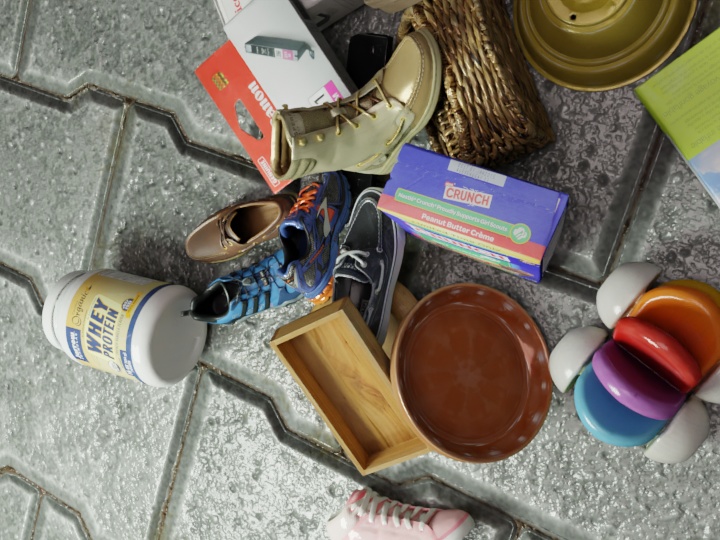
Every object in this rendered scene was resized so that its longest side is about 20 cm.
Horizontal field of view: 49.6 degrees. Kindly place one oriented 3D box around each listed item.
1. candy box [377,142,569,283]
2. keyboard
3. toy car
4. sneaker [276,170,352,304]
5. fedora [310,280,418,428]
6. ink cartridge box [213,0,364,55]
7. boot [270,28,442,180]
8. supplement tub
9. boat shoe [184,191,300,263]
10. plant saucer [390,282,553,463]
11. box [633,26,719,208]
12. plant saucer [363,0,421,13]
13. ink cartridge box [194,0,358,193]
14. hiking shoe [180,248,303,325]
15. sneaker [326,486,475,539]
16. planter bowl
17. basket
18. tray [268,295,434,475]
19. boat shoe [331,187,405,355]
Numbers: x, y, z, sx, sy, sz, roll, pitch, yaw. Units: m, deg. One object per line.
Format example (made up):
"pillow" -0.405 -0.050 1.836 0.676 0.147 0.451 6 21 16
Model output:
"candy box" 0.125 -0.055 0.824 0.169 0.200 0.077 21 88 14
"keyboard" 0.019 -0.186 0.959 0.127 0.021 0.201 26 117 46
"toy car" 0.293 0.099 0.795 0.175 0.150 0.200 39 109 19
"sneaker" -0.061 -0.061 0.974 0.075 0.078 0.201 -24 55 41
"fedora" 0.022 0.102 0.969 0.200 0.082 0.201 -3 84 31
"ink cartridge box" -0.088 -0.379 0.997 0.200 0.085 0.146 -24 83 24
"boot" -0.010 -0.172 0.837 0.073 0.155 0.200 68 150 24
"supplement tub" -0.337 0.076 1.113 0.200 0.144 0.145 11 98 26
"boat shoe" -0.166 -0.060 1.062 0.200 0.068 0.072 -18 85 26
"plant saucer" 0.125 0.115 0.877 0.201 0.200 0.032 69 155 7
"box" 0.389 -0.140 0.791 0.122 0.048 0.200 -37 77 24
"plant saucer" 0.094 -0.346 0.865 0.200 0.200 0.029 -23 116 26
"ink cartridge box" -0.105 -0.220 0.962 0.173 0.044 0.200 -34 89 23
"hiking shoe" -0.141 0.026 1.044 0.200 0.087 0.075 -31 79 24
"sneaker" 0.039 0.316 0.975 0.200 0.075 0.105 -30 85 29
"planter bowl" 0.250 -0.299 0.832 0.200 0.083 0.201 2 94 26
"basket" 0.106 -0.206 0.874 0.149 0.143 0.200 -21 86 27
"tray" -0.005 0.133 0.876 0.098 0.037 0.200 -25 109 23
"boat shoe" 0.000 0.000 0.903 0.072 0.068 0.201 9 90 31
